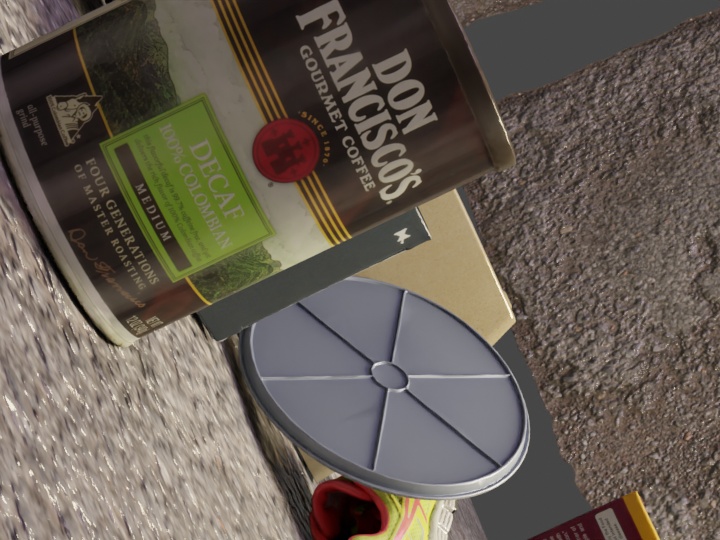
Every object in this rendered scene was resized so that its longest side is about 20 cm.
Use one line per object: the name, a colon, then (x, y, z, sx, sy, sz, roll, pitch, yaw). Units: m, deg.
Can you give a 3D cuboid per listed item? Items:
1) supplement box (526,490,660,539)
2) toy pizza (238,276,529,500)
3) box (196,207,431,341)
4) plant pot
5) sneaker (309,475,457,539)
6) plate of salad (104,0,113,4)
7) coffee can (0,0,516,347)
supplement box: (0.126, 0.251, 1.397, 0.086, 0.199, 0.111, 62, 4, -55)
toy pizza: (0.014, 0.078, 1.318, 0.032, 0.199, 0.201, -65, -148, 35)
box: (-0.066, -0.085, 1.254, 0.107, 0.148, 0.200, 61, 4, -49)
plant pot: (0.000, 0.000, 1.478, 0.200, 0.176, 0.201, -106, 171, -74)
sneaker: (0.008, 0.150, 1.294, 0.090, 0.078, 0.200, 40, 15, -19)
plate of salad: (-0.184, -0.235, 1.402, 0.200, 0.048, 0.201, 157, -90, -83)
coffee can: (-0.049, -0.072, 0.930, 0.146, 0.199, 0.147, -25, 90, -87)
